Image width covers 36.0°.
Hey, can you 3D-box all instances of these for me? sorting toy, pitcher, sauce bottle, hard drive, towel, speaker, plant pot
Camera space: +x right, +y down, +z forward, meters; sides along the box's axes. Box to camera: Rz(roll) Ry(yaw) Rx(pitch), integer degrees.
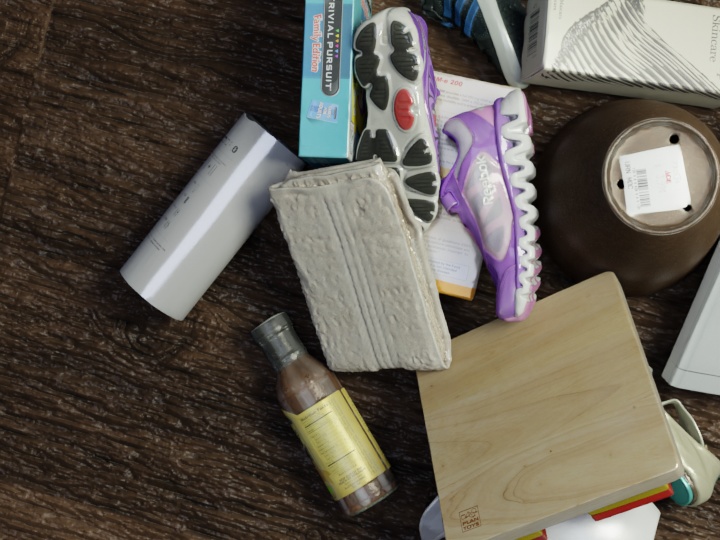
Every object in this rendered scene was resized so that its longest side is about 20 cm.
[{"bbox_3d":[0.161,0.131,0.953,0.199,0.070,0.200,-25,47,18],"label":"sorting toy"},{"bbox_3d":[0.174,0.205,1.019,0.198,0.121,0.173,16,75,18],"label":"pitcher"},{"bbox_3d":[-0.038,0.135,1.064,0.064,0.065,0.201,-31,83,5],"label":"sauce bottle"},{"bbox_3d":[0.363,0.021,0.981,0.131,0.027,0.202,10,112,-17],"label":"hard drive"},{"bbox_3d":[0.000,0.000,0.996,0.131,0.034,0.202,-4,112,34],"label":"towel"},{"bbox_3d":[-0.143,-0.051,1.072,0.081,0.081,0.201,39,93,6],"label":"speaker"},{"bbox_3d":[0.245,-0.070,0.967,0.185,0.200,0.189,0,89,7],"label":"plant pot"}]

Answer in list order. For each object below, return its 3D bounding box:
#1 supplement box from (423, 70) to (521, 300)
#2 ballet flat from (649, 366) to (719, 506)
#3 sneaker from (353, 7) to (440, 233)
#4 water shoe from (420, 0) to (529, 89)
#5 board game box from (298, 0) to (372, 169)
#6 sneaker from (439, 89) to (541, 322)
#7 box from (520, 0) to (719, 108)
[{"bbox_3d":[0.069,-0.083,1.050,0.125,0.074,0.202,14,92,6],"label":"supplement box"},{"bbox_3d":[0.260,0.126,1.031,0.069,0.069,0.201,-39,77,4],"label":"ballet flat"},{"bbox_3d":[0.046,-0.129,0.979,0.080,0.083,0.202,8,108,27],"label":"sneaker"},{"bbox_3d":[0.102,-0.258,1.065,0.079,0.071,0.202,-26,88,33],"label":"water shoe"},{"bbox_3d":[-0.020,-0.195,1.025,0.046,0.151,0.202,3,89,6],"label":"board game box"},{"bbox_3d":[0.113,-0.054,0.975,0.087,0.080,0.202,-5,86,11],"label":"sneaker"},{"bbox_3d":[0.251,-0.202,1.009,0.198,0.068,0.083,4,88,-10],"label":"box"}]
